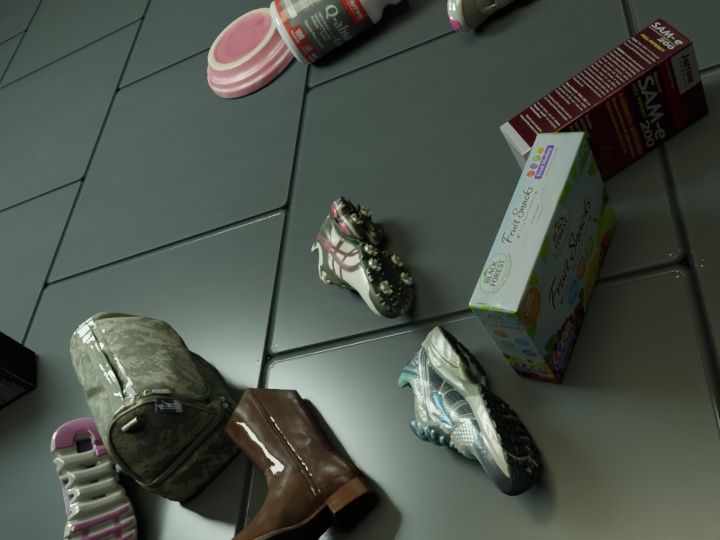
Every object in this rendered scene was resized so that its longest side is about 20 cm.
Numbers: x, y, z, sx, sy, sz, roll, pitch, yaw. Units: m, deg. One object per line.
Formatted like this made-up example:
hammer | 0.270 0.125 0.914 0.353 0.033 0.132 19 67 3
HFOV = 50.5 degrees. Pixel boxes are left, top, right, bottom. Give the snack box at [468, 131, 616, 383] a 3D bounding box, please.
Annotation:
snack box | 0.183 -0.013 0.739 0.053 0.142 0.200 7 62 38

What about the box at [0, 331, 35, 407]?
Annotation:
box | -0.606 0.135 1.122 0.141 0.200 0.079 -32 45 8

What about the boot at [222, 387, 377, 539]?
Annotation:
boot | -0.108 0.210 0.790 0.186 0.064 0.200 -20 40 -27

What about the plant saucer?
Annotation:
plant saucer | -0.198 -0.399 1.367 0.200 0.051 0.201 -19 48 22

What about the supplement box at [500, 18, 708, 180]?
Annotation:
supplement box | 0.264 -0.163 0.825 0.200 0.109 0.061 -35 45 8

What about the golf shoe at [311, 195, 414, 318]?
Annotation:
golf shoe | 0.000 0.000 0.920 0.088 0.077 0.200 -49 38 21

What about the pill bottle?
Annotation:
pill bottle | -0.036 -0.431 1.234 0.200 0.116 0.116 -28 45 14

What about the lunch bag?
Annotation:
lunch bag | -0.247 0.149 0.889 0.139 0.168 0.200 -44 44 -3

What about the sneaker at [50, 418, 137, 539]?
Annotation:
sneaker | -0.316 0.281 0.907 0.080 0.089 0.200 -8 62 -24

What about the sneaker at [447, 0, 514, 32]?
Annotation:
sneaker | 0.203 -0.419 1.086 0.200 0.081 0.088 -51 43 -9

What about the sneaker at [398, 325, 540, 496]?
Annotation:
sneaker | 0.098 0.147 0.736 0.086 0.078 0.200 -46 36 13
